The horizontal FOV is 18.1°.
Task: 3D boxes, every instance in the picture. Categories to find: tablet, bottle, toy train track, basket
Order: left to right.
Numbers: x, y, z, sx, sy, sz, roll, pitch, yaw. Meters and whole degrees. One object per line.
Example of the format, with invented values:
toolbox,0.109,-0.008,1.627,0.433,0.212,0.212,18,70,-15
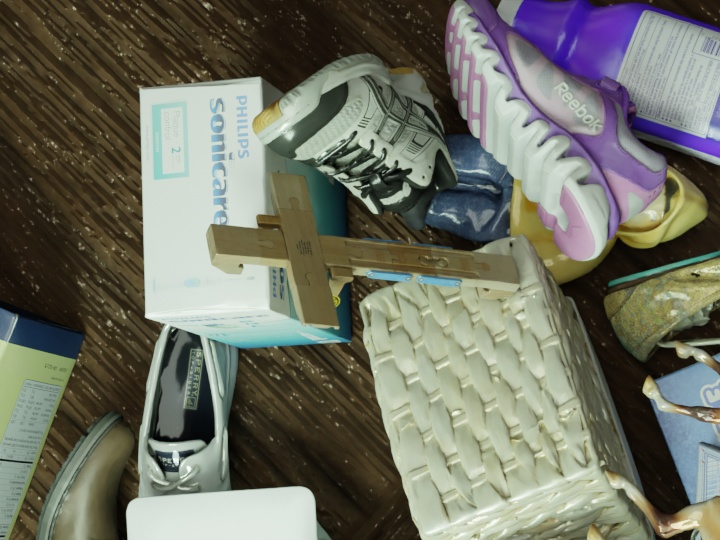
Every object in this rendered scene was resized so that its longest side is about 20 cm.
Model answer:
tablet,-0.086,0.244,1.455,0.129,0.014,0.202,-5,83,13
toy train track,0.000,0.000,1.352,0.199,0.033,0.115,5,49,-23
basket,0.086,0.095,1.412,0.135,0.124,0.201,-22,52,10
bottle,0.182,-0.132,1.483,0.199,0.065,0.084,19,82,16

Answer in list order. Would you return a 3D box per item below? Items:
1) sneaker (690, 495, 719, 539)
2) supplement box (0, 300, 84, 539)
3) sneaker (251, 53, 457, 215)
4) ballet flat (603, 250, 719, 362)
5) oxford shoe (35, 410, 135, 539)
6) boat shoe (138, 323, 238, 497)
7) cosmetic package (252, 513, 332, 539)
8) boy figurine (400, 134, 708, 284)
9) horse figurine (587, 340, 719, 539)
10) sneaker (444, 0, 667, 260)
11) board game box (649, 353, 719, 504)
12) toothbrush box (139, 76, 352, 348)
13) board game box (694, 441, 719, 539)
sneaker,0.221,0.186,1.330,0.079,0.074,0.201,34,87,26
supplement box,-0.329,0.098,1.543,0.199,0.134,0.201,20,87,15
sneaker,0.008,-0.078,1.392,0.075,0.200,0.088,-31,80,25
ballet flat,0.255,0.007,1.449,0.199,0.071,0.071,-21,78,16
oxford shoe,-0.179,0.195,1.531,0.084,0.073,0.201,18,99,13
boat shoe,-0.123,0.126,1.525,0.073,0.065,0.202,-3,82,13
cosmetic package,-0.083,0.263,1.495,0.200,0.074,0.102,-43,75,7
boy figurine,0.127,-0.044,1.487,0.198,0.064,0.125,10,79,17
horse figurine,0.210,0.119,1.288,0.132,0.050,0.201,20,66,22
sneaker,0.126,-0.101,1.439,0.088,0.081,0.201,-26,62,-15
board game box,0.308,0.128,1.430,0.198,0.043,0.201,-24,78,11
toothbrush box,-0.071,-0.032,1.463,0.085,0.200,0.148,-4,83,13
board game box,0.278,0.194,1.376,0.198,0.062,0.202,-13,81,14
